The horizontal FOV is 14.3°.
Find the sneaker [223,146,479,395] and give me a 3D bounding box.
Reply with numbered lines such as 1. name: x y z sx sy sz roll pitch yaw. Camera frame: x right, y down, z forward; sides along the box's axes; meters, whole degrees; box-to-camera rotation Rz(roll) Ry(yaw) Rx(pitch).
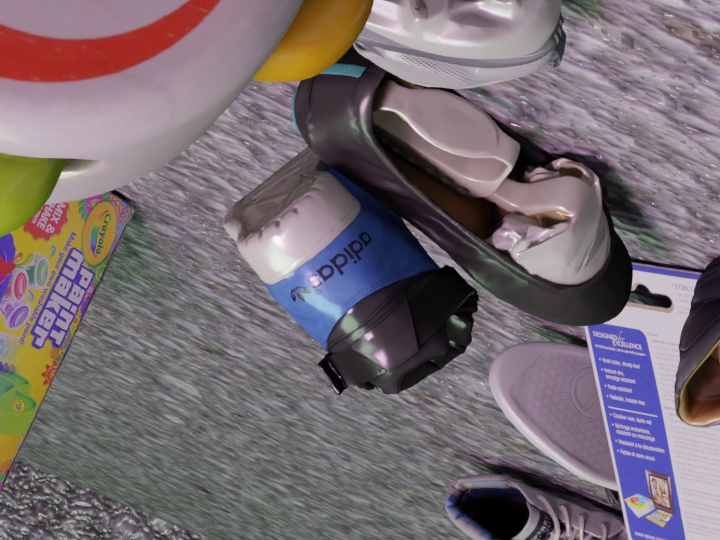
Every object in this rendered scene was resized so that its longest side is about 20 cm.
1. sneaker: -0.001 0.001 1.314 0.111 0.077 0.200 51 -177 -9

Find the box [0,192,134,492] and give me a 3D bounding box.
1. box: -0.272 0.016 1.753 0.122 0.200 0.193 34 164 -36

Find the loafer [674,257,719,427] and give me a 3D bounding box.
1. loafer: 0.190 0.030 1.248 0.073 0.072 0.200 26 167 -4

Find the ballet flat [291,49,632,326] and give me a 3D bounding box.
1. ballet flat: 0.058 -0.033 1.257 0.200 0.068 0.068 30 158 -27

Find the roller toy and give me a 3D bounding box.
1. roller toy: -0.108 -0.118 0.941 0.183 0.200 0.140 60 166 1

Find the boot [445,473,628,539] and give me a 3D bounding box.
1. boot: 0.148 0.196 2.016 0.200 0.074 0.096 14 171 43

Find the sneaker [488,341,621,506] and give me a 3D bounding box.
1. sneaker: 0.143 0.099 1.629 0.200 0.071 0.099 24 164 -21

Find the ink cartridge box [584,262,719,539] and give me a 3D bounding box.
1. ink cartridge box: 0.164 0.082 1.421 0.095 0.037 0.200 10 122 48

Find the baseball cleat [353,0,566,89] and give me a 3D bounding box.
1. baseball cleat: -0.020 -0.109 1.069 0.200 0.070 0.106 21 167 15
